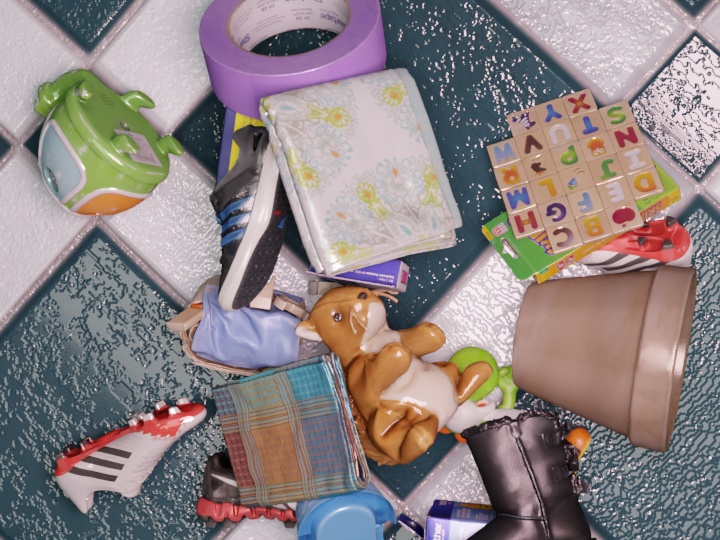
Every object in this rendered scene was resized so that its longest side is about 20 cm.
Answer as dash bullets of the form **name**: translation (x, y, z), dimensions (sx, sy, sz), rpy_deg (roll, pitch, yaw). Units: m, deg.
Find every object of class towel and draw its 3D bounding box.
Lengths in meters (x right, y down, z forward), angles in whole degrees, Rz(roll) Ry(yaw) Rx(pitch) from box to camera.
- **towel**: translation (-0.079, 0.176, 1.390), dimensions (0.200, 0.022, 0.147), rpy_deg (-18, 86, 43)
- **towel**: translation (0.004, -0.102, 1.340), dimensions (0.171, 0.048, 0.200), rpy_deg (-15, 82, -28)

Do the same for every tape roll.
- **tape roll**: translation (-0.074, -0.252, 1.430), dimensions (0.200, 0.066, 0.200), rpy_deg (-5, 47, 6)

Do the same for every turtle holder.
- **turtle holder**: translation (-0.310, -0.145, 1.482), dimensions (0.186, 0.141, 0.132), rpy_deg (44, 112, -5)

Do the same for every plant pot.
- **plant pot**: translation (0.259, 0.083, 1.398), dimensions (0.173, 0.200, 0.200), rpy_deg (9, 91, 16)

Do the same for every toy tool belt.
- **toy tool belt**: translation (-0.108, 0.063, 1.465), dimensions (0.200, 0.123, 0.125), rpy_deg (4, 95, 6)

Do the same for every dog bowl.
- **dog bowl**: translation (-0.019, 0.305, 1.448), dimensions (0.111, 0.050, 0.200), rpy_deg (-11, 126, -12)

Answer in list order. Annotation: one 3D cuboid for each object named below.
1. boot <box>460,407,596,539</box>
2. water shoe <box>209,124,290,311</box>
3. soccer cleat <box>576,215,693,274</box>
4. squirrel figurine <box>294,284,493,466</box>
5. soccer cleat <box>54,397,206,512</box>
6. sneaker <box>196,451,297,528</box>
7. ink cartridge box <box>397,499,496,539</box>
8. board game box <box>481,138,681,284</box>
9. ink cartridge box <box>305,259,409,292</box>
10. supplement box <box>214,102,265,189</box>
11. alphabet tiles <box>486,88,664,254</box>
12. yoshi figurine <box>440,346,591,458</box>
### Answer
- **boot**: translation (0.143, 0.237, 1.339), dimensions (0.198, 0.073, 0.163), rpy_deg (-14, 76, -6)
- **water shoe**: translation (-0.124, -0.057, 1.398), dimensions (0.079, 0.071, 0.200), rpy_deg (20, 93, 22)
- **soccer cleat**: translation (0.271, -0.025, 1.453), dimensions (0.200, 0.085, 0.069), rpy_deg (4, 57, 24)
- **squirrel figurine**: translation (0.010, 0.109, 1.399), dimensions (0.187, 0.200, 0.142), rpy_deg (45, 57, 2)
- **soccer cleat**: translation (-0.260, 0.214, 1.510), dimensions (0.200, 0.069, 0.085), rpy_deg (-25, 96, 9)
- **sneaker**: translation (-0.091, 0.242, 1.492), dimensions (0.200, 0.071, 0.098), rpy_deg (-1, 93, 8)
- **ink cartridge box**: translation (0.140, 0.302, 1.433), dimensions (0.200, 0.136, 0.077), rpy_deg (3, 88, 6)
- **board game box**: translation (0.239, -0.063, 1.420), dimensions (0.200, 0.030, 0.096), rpy_deg (-29, 50, -5)
- **ink cartridge box**: translation (0.000, 0.000, 1.415), dimensions (0.095, 0.200, 0.037), rpy_deg (10, 91, 5)
- **supplement box**: translation (-0.052, -0.119, 1.466), dimensions (0.200, 0.110, 0.109), rpy_deg (9, 92, 7)
- **alphabet tiles**: translation (0.233, -0.112, 1.431), dimensions (0.166, 0.006, 0.200), rpy_deg (-17, 55, 6)
- **yoshi figurine**: translation (0.161, 0.156, 1.452), dimensions (0.200, 0.112, 0.112), rpy_deg (31, 78, 8)
